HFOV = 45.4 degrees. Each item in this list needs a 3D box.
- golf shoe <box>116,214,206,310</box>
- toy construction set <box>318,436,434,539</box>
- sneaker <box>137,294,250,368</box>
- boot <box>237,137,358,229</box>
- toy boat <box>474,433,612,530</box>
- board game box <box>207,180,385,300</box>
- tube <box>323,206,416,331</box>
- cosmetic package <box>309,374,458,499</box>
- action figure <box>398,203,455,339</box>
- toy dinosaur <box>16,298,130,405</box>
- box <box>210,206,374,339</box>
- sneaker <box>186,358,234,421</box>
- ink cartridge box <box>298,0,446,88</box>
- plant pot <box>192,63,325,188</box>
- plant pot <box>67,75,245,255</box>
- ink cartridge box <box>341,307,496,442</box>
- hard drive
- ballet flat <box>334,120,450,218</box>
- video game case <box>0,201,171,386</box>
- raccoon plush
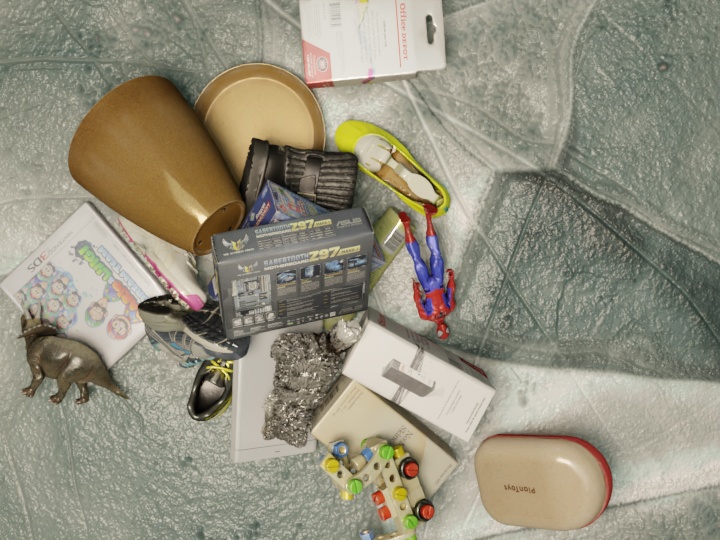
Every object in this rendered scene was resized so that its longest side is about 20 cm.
[{"bbox_3d":[-0.261,-0.032,1.199,0.091,0.076,0.200,-37,63,-10],"label":"golf shoe"},{"bbox_3d":[0.022,0.310,1.158,0.130,0.092,0.203,-24,112,-25],"label":"toy construction set"},{"bbox_3d":[-0.223,0.095,1.191,0.198,0.077,0.088,16,122,37],"label":"sneaker"},{"bbox_3d":[-0.095,-0.076,1.200,0.155,0.080,0.214,9,118,-18],"label":"boot"},{"bbox_3d":[0.268,0.289,1.225,0.198,0.130,0.133,-8,96,44],"label":"toy boat"},{"bbox_3d":[-0.077,-0.010,1.168,0.197,0.062,0.201,10,131,-32],"label":"board game box"},{"bbox_3d":[0.000,0.000,1.243,0.052,0.058,0.201,28,104,-45],"label":"tube"},{"bbox_3d":[0.031,0.242,1.231,0.199,0.073,0.104,39,93,-10],"label":"cosmetic package"},{"bbox_3d":[0.100,0.011,1.218,0.064,0.052,0.203,-20,118,-10],"label":"action figure"},{"bbox_3d":[-0.419,0.134,1.218,0.198,0.077,0.103,27,109,3],"label":"toy dinosaur"},{"bbox_3d":[-0.084,0.005,1.091,0.197,0.159,0.052,-12,53,-12],"label":"box"},{"bbox_3d":[-0.187,0.132,1.232,0.074,0.085,0.203,24,94,-2],"label":"sneaker"},{"bbox_3d":[0.018,-0.325,1.205,0.196,0.068,0.119,-4,95,3],"label":"ink cartridge box"},{"bbox_3d":[-0.148,-0.193,1.237,0.196,0.027,0.204,0,94,0],"label":"plant pot"},{"bbox_3d":[-0.250,-0.120,1.134,0.200,0.186,0.187,43,94,18],"label":"plant pot"},{"bbox_3d":[0.076,0.140,1.200,0.198,0.144,0.085,30,94,-2],"label":"ink cartridge box"},{"bbox_3d":[-0.119,0.166,1.229,0.130,0.027,0.204,-2,99,-30],"label":"hard drive"},{"bbox_3d":[0.048,-0.147,1.218,0.199,0.067,0.067,38,95,-2],"label":"ballet flat"},{"bbox_3d":[-0.397,0.035,1.258,0.182,0.024,0.201,-41,93,4],"label":"video game case"},{"bbox_3d":[-0.074,0.151,1.128,0.095,0.200,0.136,15,63,-13],"label":"raccoon plush"}]
